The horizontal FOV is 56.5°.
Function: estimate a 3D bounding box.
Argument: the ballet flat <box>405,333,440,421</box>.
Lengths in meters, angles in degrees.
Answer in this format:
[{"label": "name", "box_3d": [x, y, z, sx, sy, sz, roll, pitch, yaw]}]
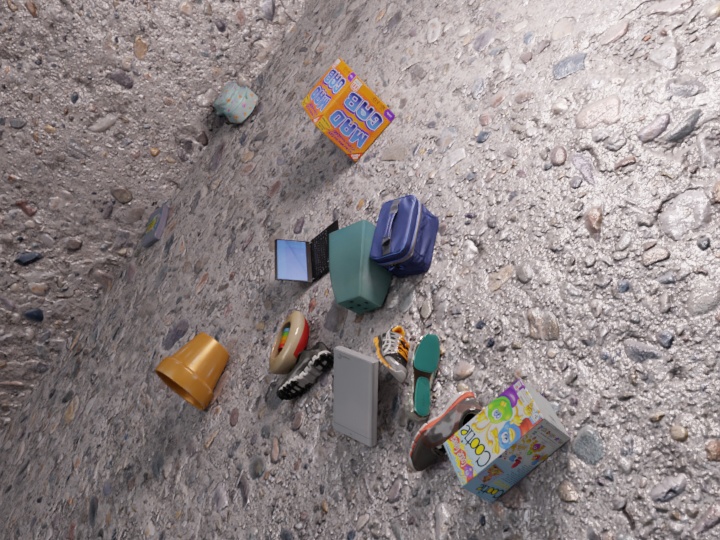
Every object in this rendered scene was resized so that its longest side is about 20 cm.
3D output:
[{"label": "ballet flat", "box_3d": [0.132, 0.240, 1.512, 0.071, 0.071, 0.204, -13, 53, 43]}]

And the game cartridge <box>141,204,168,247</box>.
[{"label": "game cartridge", "box_3d": [-0.979, -0.217, 3.209, 0.131, 0.040, 0.204, -23, 47, 32]}]

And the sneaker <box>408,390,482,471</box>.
[{"label": "sneaker", "box_3d": [0.177, 0.342, 1.370, 0.201, 0.077, 0.082, -52, 42, 6]}]

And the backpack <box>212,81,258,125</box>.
[{"label": "backpack", "box_3d": [-0.566, -0.762, 3.051, 0.198, 0.153, 0.178, 20, 73, 47]}]

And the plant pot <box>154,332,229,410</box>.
[{"label": "plant pot", "box_3d": [-0.522, 0.308, 2.140, 0.198, 0.201, 0.185, 4, 50, 50]}]

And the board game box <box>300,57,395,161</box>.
[{"label": "board game box", "box_3d": [-0.044, -0.529, 2.199, 0.200, 0.199, 0.201, -45, 36, 12]}]

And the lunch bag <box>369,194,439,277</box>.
[{"label": "lunch bag", "box_3d": [0.106, -0.085, 1.735, 0.134, 0.131, 0.204, -15, 52, 43]}]

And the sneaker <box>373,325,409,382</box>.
[{"label": "sneaker", "box_3d": [0.082, 0.189, 1.577, 0.077, 0.079, 0.201, -38, 23, 6]}]

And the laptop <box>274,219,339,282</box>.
[{"label": "laptop", "box_3d": [-0.163, -0.065, 2.063, 0.198, 0.103, 0.180, -36, 41, 26]}]

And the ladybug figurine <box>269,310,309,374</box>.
[{"label": "ladybug figurine", "box_3d": [-0.196, 0.208, 1.902, 0.135, 0.071, 0.204, -31, 35, 51]}]

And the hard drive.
[{"label": "hard drive", "box_3d": [-0.013, 0.292, 1.562, 0.130, 0.026, 0.206, 14, 108, 43]}]

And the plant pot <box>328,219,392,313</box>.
[{"label": "plant pot", "box_3d": [0.000, 0.000, 1.795, 0.139, 0.140, 0.205, -18, 57, 40]}]

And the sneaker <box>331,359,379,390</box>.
[{"label": "sneaker", "box_3d": [-0.013, 0.274, 1.638, 0.199, 0.065, 0.093, -21, 75, 57]}]

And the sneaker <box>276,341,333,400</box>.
[{"label": "sneaker", "box_3d": [-0.154, 0.270, 1.828, 0.200, 0.066, 0.091, -43, 34, 12]}]

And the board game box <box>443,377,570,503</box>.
[{"label": "board game box", "box_3d": [0.270, 0.318, 1.249, 0.200, 0.104, 0.104, -44, 36, 15]}]
